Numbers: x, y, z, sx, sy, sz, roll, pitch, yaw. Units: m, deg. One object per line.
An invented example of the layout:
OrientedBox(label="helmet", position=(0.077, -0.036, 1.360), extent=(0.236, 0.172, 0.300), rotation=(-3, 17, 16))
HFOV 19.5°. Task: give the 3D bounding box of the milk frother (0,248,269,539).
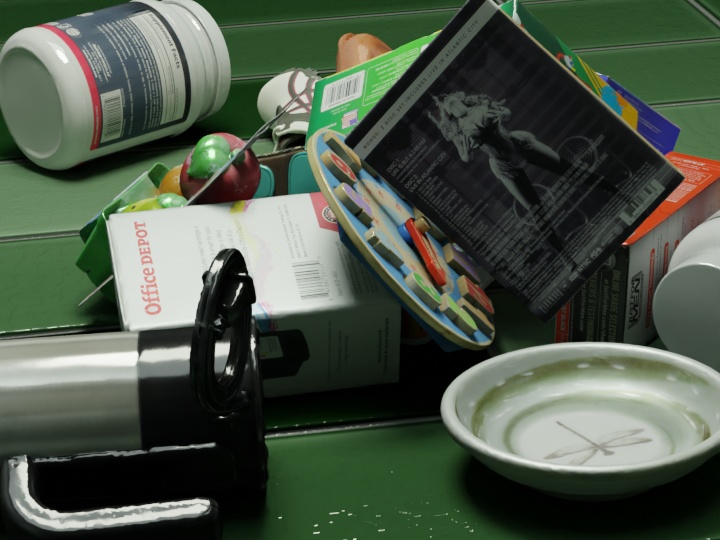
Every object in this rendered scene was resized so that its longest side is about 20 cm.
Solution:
OrientedBox(label="milk frother", position=(-0.155, 0.069, 1.329), extent=(0.188, 0.201, 0.181), rotation=(-4, 26, -3))

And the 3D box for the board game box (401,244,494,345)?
OrientedBox(label="board game box", position=(0.000, 0.000, 1.717), extent=(0.199, 0.026, 0.200), rotation=(8, 24, 24))

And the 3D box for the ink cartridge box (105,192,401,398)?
OrientedBox(label="ink cartridge box", position=(-0.081, 0.020, 1.555), extent=(0.199, 0.083, 0.146), rotation=(-6, 39, -9))

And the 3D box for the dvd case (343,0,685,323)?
OrientedBox(label="dvd case", position=(0.109, -0.080, 1.505), extent=(0.200, 0.149, 0.016), rotation=(41, 16, -4))

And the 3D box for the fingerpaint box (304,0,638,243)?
OrientedBox(label="fingerpaint box", position=(0.086, -0.106, 1.623), extent=(0.200, 0.167, 0.074), rotation=(-18, 51, 36))

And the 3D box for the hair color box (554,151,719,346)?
OrientedBox(label="hair color box", position=(0.221, -0.013, 1.621), extent=(0.061, 0.102, 0.200), rotation=(14, 26, 28))

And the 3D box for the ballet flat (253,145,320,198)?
OrientedBox(label="ballet flat", position=(-0.058, -0.074, 1.802), extent=(0.199, 0.068, 0.075), rotation=(3, 6, 26))

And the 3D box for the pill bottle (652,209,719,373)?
OrientedBox(label="pill bottle", position=(0.299, 0.001, 1.563), extent=(0.113, 0.113, 0.200), rotation=(11, 26, 31))

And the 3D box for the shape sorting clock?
OrientedBox(label="shape sorting clock", position=(0.033, -0.025, 1.527), extent=(0.039, 0.200, 0.200), rotation=(-36, 17, 14))

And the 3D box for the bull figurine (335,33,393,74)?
OrientedBox(label="bull figurine", position=(0.018, -0.125, 1.898), extent=(0.121, 0.200, 0.065), rotation=(24, -36, -34))

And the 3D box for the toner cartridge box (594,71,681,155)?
OrientedBox(label="toner cartridge box", position=(0.197, -0.136, 1.793), extent=(0.095, 0.043, 0.200), rotation=(22, 1, 26))

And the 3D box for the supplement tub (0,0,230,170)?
OrientedBox(label="supplement tub", position=(-0.242, -0.187, 2.058), extent=(0.200, 0.141, 0.140), rotation=(-21, 28, -39))

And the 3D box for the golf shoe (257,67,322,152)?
OrientedBox(label="golf shoe", position=(-0.056, -0.141, 2.016), extent=(0.088, 0.077, 0.200), rotation=(-21, 28, -27))

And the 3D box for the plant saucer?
OrientedBox(label="plant saucer", position=(0.153, 0.108, 1.395), extent=(0.199, 0.050, 0.200), rotation=(-2, 22, 1))

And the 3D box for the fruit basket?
OrientedBox(label="fruit basket", position=(-0.136, -0.065, 1.681), extent=(0.094, 0.200, 0.185), rotation=(41, 28, -2))
